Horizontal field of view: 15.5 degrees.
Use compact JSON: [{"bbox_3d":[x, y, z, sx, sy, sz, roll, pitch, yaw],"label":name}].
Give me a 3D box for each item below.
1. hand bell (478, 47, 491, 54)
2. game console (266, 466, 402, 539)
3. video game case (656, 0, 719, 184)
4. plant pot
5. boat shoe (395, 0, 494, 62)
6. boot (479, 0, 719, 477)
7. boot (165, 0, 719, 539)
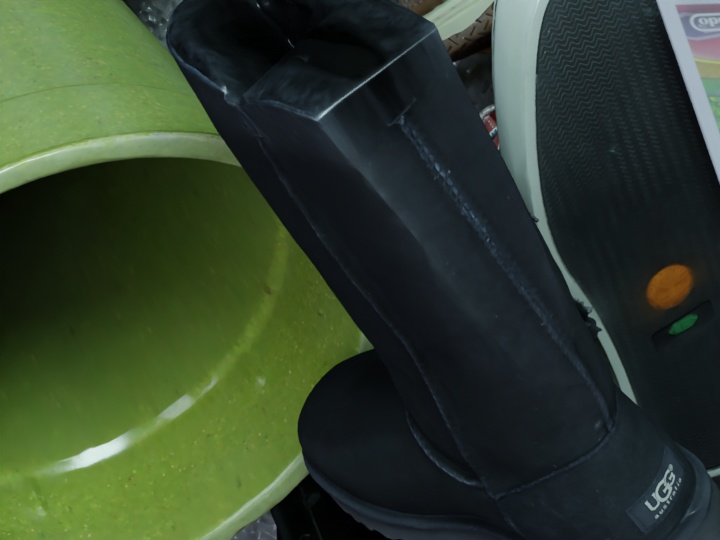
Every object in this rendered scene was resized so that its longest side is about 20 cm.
[{"bbox_3d":[0.027,-0.167,0.853,0.104,0.104,0.201,-3,113,25],"label":"hand bell"},{"bbox_3d":[0.038,0.129,0.870,0.176,0.200,0.116,-36,125,7],"label":"game console"},{"bbox_3d":[0.172,-0.008,0.720,0.143,0.018,0.200,2,137,29],"label":"video game case"},{"bbox_3d":[-0.117,-0.023,0.875,0.200,0.200,0.190,-54,43,25],"label":"plant pot"},{"bbox_3d":[0.083,-0.148,0.822,0.202,0.075,0.075,-38,86,11],"label":"boat shoe"},{"bbox_3d":[0.060,-0.047,0.803,0.072,0.144,0.200,-26,131,-8],"label":"boot"},{"bbox_3d":[0.001,0.000,0.744,0.164,0.066,0.200,11,148,46],"label":"boot"}]
